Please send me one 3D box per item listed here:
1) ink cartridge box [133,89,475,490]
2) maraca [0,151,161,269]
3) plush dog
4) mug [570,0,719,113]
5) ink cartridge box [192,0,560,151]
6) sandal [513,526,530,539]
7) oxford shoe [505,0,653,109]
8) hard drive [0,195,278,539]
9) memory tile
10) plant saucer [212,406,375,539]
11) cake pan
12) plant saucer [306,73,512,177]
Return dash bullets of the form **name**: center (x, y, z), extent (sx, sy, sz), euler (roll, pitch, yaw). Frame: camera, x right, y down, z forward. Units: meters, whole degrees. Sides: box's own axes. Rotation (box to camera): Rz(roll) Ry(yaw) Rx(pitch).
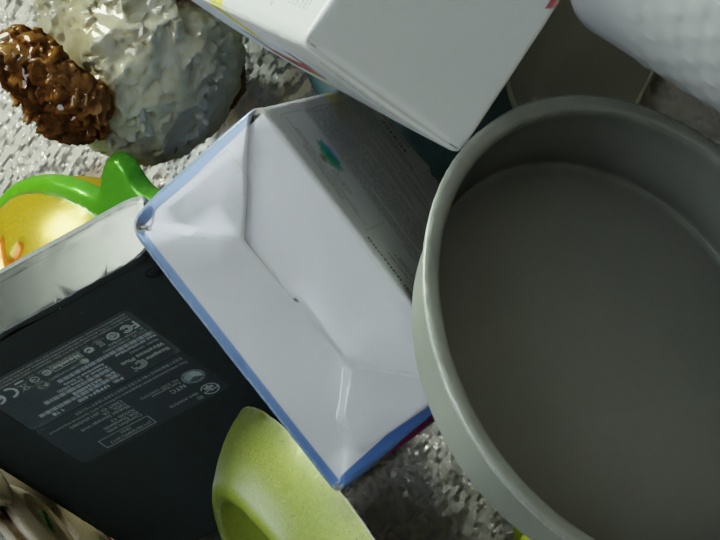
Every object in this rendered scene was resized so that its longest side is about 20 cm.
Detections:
- **ink cartridge box**: center (0.000, 0.000, 1.162), extent (0.076, 0.200, 0.137), euler (-38, 87, 17)
- **maraca**: center (-0.114, 0.013, 1.295), extent (0.137, 0.107, 0.200), euler (55, 147, -7)
- **plush dog**: center (-0.093, -0.134, 1.273), extent (0.160, 0.200, 0.173), euler (6, 95, 33)
- **mug**: center (0.206, -0.131, 1.047), extent (0.175, 0.148, 0.200), euler (34, 76, 23)
- **ink cartridge box**: center (0.012, -0.146, 1.130), extent (0.146, 0.083, 0.200), euler (-57, 26, 1)
- **sandal**: center (0.105, 0.126, 1.139), extent (0.087, 0.080, 0.201), euler (-5, 69, 3)
- **oxford shoe**: center (0.104, -0.148, 1.167), extent (0.075, 0.058, 0.201), euler (15, 92, -4)
- **hard drive**: center (-0.092, 0.053, 1.205), extent (0.139, 0.200, 0.033), euler (-28, 52, 18)
- **memory tile**: center (-0.164, 0.081, 1.281), extent (0.017, 0.153, 0.200), euler (-43, 32, 5)
- **plant saucer**: center (-0.009, 0.150, 1.159), extent (0.031, 0.200, 0.200), euler (-30, 55, -15)
- **cake pan**: center (0.101, 0.030, 1.074), extent (0.037, 0.199, 0.201), euler (-38, 59, 51)
- **plant saucer**: center (0.035, -0.144, 1.255), extent (0.199, 0.036, 0.201), euler (-7, 78, 39)
